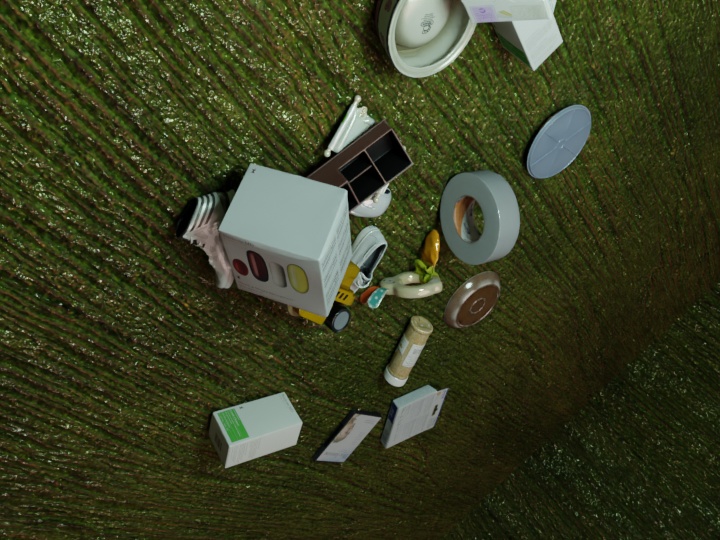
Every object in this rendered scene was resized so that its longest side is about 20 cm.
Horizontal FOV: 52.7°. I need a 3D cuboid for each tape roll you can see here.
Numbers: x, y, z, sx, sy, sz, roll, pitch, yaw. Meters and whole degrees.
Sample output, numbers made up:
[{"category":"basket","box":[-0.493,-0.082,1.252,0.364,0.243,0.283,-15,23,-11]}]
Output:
[{"category":"tape roll","box":[0.264,-0.119,1.626,0.065,0.201,0.204,-11,136,-32]}]

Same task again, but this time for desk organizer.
[{"category":"desk organizer","box":[-0.004,-0.181,1.352,0.198,0.077,0.072,-37,136,-3]}]

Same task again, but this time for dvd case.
[{"category":"dvd case","box":[-0.038,0.490,2.139,0.201,0.018,0.141,-51,143,15]}]

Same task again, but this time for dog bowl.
[{"category":"dog bowl","box":[0.110,-0.444,1.260,0.196,0.074,0.203,-25,141,-21]}]

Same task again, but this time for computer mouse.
[{"category":"computer mouse","box":[0.000,-0.146,1.494,0.197,0.044,0.111,3,125,-43]}]

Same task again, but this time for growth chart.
[{"category":"growth chart","box":[0.010,-0.224,1.408,0.146,0.018,0.199,-55,137,1]}]

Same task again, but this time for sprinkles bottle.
[{"category":"sprinkles bottle","box":[0.128,0.219,1.966,0.067,0.069,0.203,-3,130,-39]}]

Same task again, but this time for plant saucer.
[{"category":"plant saucer","box":[0.321,0.091,2.039,0.196,0.032,0.203,-25,141,-22]}]

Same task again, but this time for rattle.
[{"category":"rattle","box":[0.093,0.000,1.711,0.194,0.132,0.146,-4,125,-3]}]

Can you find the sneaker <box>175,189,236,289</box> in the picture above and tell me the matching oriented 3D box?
[{"category":"sneaker","box":[-0.283,-0.052,1.329,0.112,0.076,0.205,-7,125,-24]}]

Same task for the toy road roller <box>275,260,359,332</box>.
[{"category":"toy road roller","box":[-0.089,0.027,1.537,0.198,0.122,0.149,23,97,-51]}]

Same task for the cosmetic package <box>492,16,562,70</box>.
[{"category":"cosmetic package","box":[0.294,-0.485,1.355,0.085,0.108,0.199,-43,142,7]}]

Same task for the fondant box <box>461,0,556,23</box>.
[{"category":"fondant box","box":[0.261,-0.510,1.194,0.058,0.141,0.205,42,61,-54]}]

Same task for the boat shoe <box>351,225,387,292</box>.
[{"category":"boat shoe","box":[0.000,0.000,1.623,0.071,0.069,0.202,10,120,-46]}]

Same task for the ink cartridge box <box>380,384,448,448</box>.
[{"category":"ink cartridge box","box":[0.166,0.445,2.256,0.196,0.041,0.203,-15,137,-31]}]

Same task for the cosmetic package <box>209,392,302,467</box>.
[{"category":"cosmetic package","box":[-0.252,0.381,1.748,0.196,0.108,0.086,-13,136,-35]}]

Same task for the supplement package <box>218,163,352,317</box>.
[{"category":"supplement package","box":[-0.126,-0.050,1.295,0.202,0.186,0.150,87,22,-59]}]

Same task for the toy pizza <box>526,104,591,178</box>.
[{"category":"toy pizza","box":[0.475,-0.313,1.757,0.196,0.032,0.203,-25,142,-20]}]
